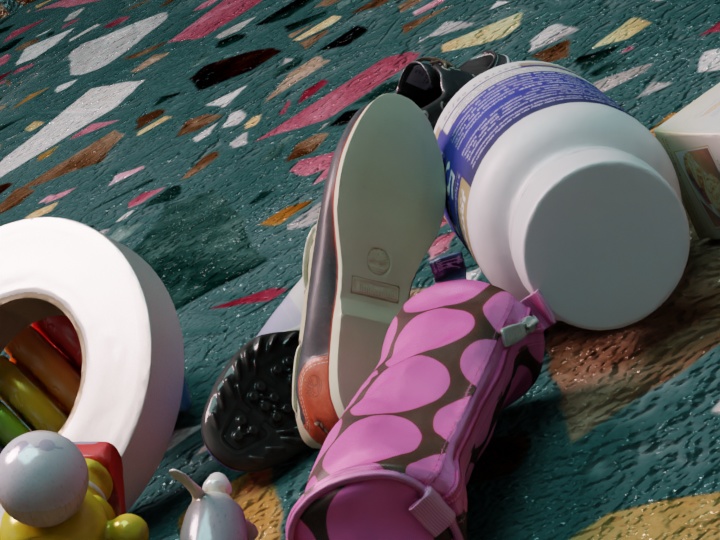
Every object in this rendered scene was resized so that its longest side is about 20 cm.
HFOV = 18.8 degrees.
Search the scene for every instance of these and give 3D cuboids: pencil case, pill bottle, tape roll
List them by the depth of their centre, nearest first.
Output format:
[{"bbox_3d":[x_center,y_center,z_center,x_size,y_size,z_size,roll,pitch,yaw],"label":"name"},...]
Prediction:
[{"bbox_3d":[0.033,0.078,1.046,0.093,0.091,0.200,-18,23,26],"label":"pencil case"},{"bbox_3d":[0.110,-0.040,1.199,0.119,0.120,0.200,-27,17,0],"label":"pill bottle"},{"bbox_3d":[-0.193,0.069,1.263,0.201,0.037,0.205,-12,67,28],"label":"tape roll"}]

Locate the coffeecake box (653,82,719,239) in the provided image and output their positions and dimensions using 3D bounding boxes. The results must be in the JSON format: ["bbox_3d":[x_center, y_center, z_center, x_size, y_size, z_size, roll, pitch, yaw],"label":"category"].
[{"bbox_3d":[0.279,-0.079,1.146,0.153,0.073,0.200,-34,19,-22],"label":"coffeecake box"}]

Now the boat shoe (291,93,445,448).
[{"bbox_3d":[0.000,0.000,1.204,0.062,0.071,0.202,-26,54,57],"label":"boat shoe"}]

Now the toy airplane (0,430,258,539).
[{"bbox_3d":[-0.149,0.146,1.020,0.199,0.142,0.198,-23,33,-35],"label":"toy airplane"}]

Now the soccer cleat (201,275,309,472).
[{"bbox_3d":[-0.036,0.054,1.264,0.073,0.068,0.200,-47,5,48],"label":"soccer cleat"}]

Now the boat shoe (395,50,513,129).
[{"bbox_3d":[0.050,-0.120,1.587,0.070,0.067,0.200,-8,26,44],"label":"boat shoe"}]

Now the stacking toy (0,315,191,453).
[{"bbox_3d":[-0.211,0.099,1.340,0.200,0.116,0.110,-46,20,-11],"label":"stacking toy"}]
